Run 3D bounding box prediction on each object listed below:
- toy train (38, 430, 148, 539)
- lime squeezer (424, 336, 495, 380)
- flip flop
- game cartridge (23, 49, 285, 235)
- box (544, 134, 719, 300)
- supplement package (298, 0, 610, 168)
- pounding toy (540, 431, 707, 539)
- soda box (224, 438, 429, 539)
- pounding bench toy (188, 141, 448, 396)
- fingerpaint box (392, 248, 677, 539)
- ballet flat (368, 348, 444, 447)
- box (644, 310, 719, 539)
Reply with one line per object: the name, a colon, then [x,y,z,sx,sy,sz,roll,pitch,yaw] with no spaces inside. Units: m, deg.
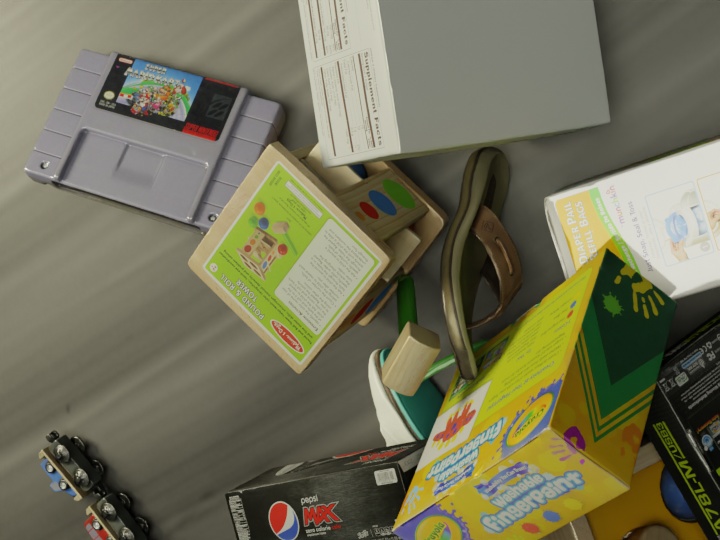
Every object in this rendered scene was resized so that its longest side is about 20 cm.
toy train: [-0.225,0.230,1.153,0.046,0.034,0.201,-42,85,26]
lime squeezer: [0.138,0.069,1.038,0.196,0.038,0.072,5,109,1]
flip flop: [0.101,-0.011,0.983,0.057,0.082,0.202,4,54,17]
game cartridge: [-0.175,-0.111,1.081,0.197,0.038,0.131,17,76,15]
box: [0.250,-0.041,0.963,0.197,0.112,0.103,-18,92,16]
supplement package: [0.069,-0.169,0.945,0.110,0.197,0.159,-4,96,59]
pounding toy: [0.210,0.225,0.938,0.198,0.142,0.187,-21,89,-20]
soda box: [-0.016,0.189,1.040,0.198,0.070,0.064,-17,91,39]
pounding bench toy: [0.000,0.000,1.004,0.200,0.156,0.125,43,116,9]
fingerpaint box: [0.124,0.107,0.904,0.073,0.168,0.200,35,138,-9]
ballet flat: [0.063,0.157,1.060,0.069,0.069,0.200,-44,84,14]
box: [0.311,0.119,0.933,0.195,0.199,0.047,60,148,0]
